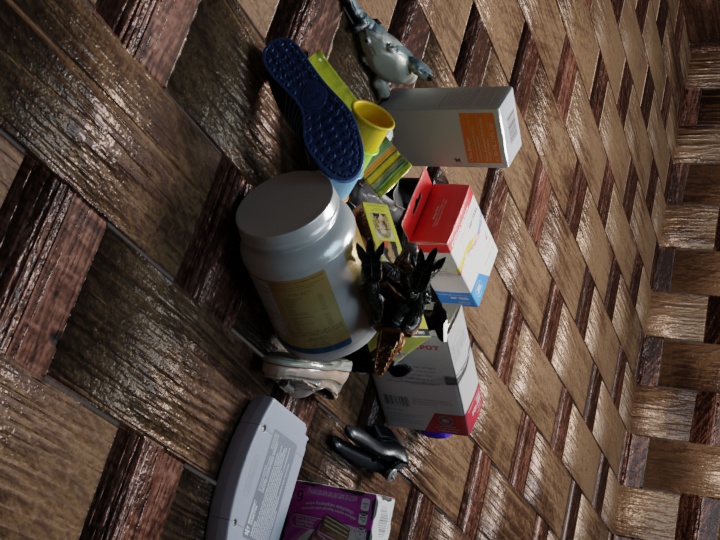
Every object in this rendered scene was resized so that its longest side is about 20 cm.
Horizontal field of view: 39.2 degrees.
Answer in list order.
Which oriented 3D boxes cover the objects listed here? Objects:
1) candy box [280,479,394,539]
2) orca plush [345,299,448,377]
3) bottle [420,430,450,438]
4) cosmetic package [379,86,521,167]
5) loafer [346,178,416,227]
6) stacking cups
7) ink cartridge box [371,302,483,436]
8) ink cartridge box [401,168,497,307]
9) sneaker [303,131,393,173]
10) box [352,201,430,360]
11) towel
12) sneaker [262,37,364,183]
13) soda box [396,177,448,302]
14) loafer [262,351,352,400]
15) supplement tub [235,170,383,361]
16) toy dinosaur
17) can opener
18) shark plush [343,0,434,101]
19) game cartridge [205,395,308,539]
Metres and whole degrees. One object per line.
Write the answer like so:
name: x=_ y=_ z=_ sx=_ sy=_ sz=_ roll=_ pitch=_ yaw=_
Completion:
candy box: x=-0.041 y=0.387 z=1.330 sx=0.061 sy=0.135 sz=0.202 roll=29 pitch=67 yaw=-58
orca plush: x=0.037 y=0.108 z=1.408 sx=0.071 sy=0.199 sz=0.106 roll=-27 pitch=101 yaw=-46
bottle: x=0.132 y=0.179 z=1.711 sx=0.083 sy=0.065 sz=0.202 roll=-25 pitch=115 yaw=-58
cosmetic package: x=0.132 y=-0.215 z=1.519 sx=0.071 sy=0.198 sz=0.102 roll=-55 pitch=139 yaw=-44
loafer: x=0.033 y=-0.108 z=1.446 sx=0.072 sy=0.073 sz=0.199 roll=-47 pitch=161 yaw=23
stacking cups: x=-0.024 y=-0.116 z=1.277 sx=0.060 sy=0.060 sz=0.201 roll=-36 pitch=159 yaw=-56
ink cartridge box: x=0.097 y=0.147 z=1.552 sx=0.083 sy=0.146 sz=0.201 roll=-56 pitch=141 yaw=-45
ink cartridge box: x=0.138 y=-0.049 z=1.540 sx=0.200 sy=0.067 sz=0.117 roll=58 pitch=46 yaw=-45
sneaker: x=-0.015 y=-0.186 z=1.381 sx=0.200 sy=0.073 sz=0.080 roll=-49 pitch=123 yaw=-53
box: x=0.026 y=0.014 z=1.339 sx=0.050 sy=0.075 sz=0.201 roll=3 pitch=58 yaw=-39
towel: x=-0.014 y=-0.193 z=1.327 sx=0.200 sy=0.018 sz=0.086 roll=51 pitch=44 yaw=-10
sneaker: x=-0.052 y=-0.186 z=1.219 sx=0.201 sy=0.070 sz=0.078 roll=62 pitch=-2 yaw=14
soda box: x=0.092 y=-0.044 z=1.601 sx=0.063 sy=0.070 sz=0.202 roll=7 pitch=87 yaw=-63
loafer: x=-0.068 y=0.143 z=1.326 sx=0.200 sy=0.071 sz=0.064 roll=12 pitch=90 yaw=-65
supplement tub: x=-0.061 y=-0.005 z=1.231 sx=0.145 sy=0.143 sz=0.201 roll=-60 pitch=143 yaw=-40
toy dinosaur: x=0.049 y=0.039 z=1.200 sx=0.136 sy=0.101 sz=0.201 roll=90 pitch=-8 yaw=-47
can opener: x=0.011 y=0.270 z=1.514 sx=0.063 sy=0.079 sz=0.200 roll=-47 pitch=148 yaw=9
shark plush: x=0.022 y=-0.331 z=1.481 sx=0.199 sy=0.090 sz=0.084 roll=30 pitch=45 yaw=-38
game cartridge: x=-0.128 y=0.266 z=1.256 sx=0.134 sy=0.040 sz=0.202 roll=55 pitch=46 yaw=-55
